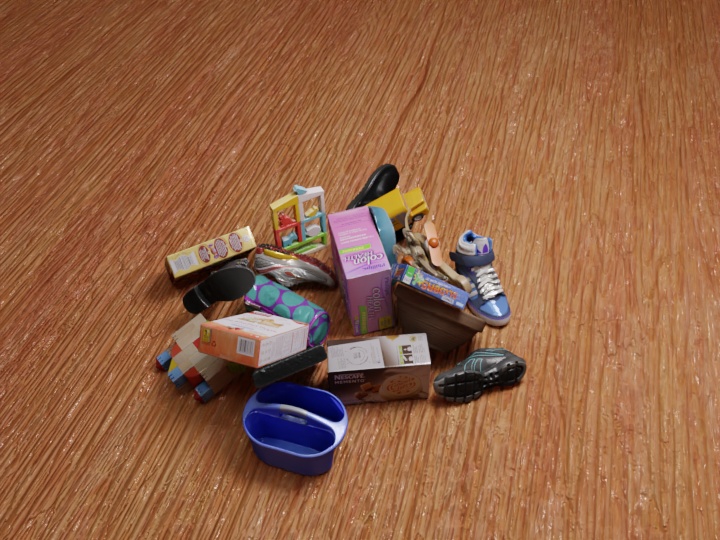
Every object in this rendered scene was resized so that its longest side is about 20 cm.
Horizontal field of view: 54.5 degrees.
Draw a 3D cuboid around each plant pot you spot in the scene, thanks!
[{"bbox_3d":[0.151,0.107,1.427,0.198,0.200,0.095,22,90,22],"label":"plant pot"}]

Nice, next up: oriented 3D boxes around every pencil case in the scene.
[{"bbox_3d":[-0.160,0.087,1.493,0.197,0.087,0.092,25,35,26],"label":"pencil case"}]

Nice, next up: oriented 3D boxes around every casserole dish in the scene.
[{"bbox_3d":[0.052,-0.052,1.539,0.038,0.203,0.122,-14,39,-7],"label":"casserole dish"}]

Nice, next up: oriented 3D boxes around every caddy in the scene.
[{"bbox_3d":[-0.118,0.283,1.280,0.195,0.106,0.143,11,47,13],"label":"caddy"}]

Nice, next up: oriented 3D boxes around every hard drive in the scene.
[{"bbox_3d":[-0.133,0.180,1.323,0.137,0.200,0.034,-22,84,-8],"label":"hard drive"}]

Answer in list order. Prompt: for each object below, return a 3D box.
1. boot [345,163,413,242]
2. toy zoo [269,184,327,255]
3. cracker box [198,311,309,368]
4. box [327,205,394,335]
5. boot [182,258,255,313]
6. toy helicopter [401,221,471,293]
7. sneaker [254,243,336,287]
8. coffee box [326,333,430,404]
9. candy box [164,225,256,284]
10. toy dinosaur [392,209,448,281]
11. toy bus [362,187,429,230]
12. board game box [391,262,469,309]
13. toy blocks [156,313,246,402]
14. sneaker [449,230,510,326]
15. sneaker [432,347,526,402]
[{"bbox_3d":[0.076,-0.163,1.731,0.156,0.080,0.212,23,65,31],"label":"boot"},{"bbox_3d":[-0.141,-0.113,1.610,0.129,0.203,0.021,-23,47,-19],"label":"toy zoo"},{"bbox_3d":[-0.201,0.129,1.348,0.131,0.059,0.199,11,7,21],"label":"cracker box"},{"bbox_3d":[0.000,0.000,1.507,0.094,0.178,0.202,-13,46,-7],"label":"box"},{"bbox_3d":[-0.284,0.012,1.512,0.197,0.070,0.174,-21,15,23],"label":"boot"},{"bbox_3d":[0.175,-0.017,1.550,0.078,0.134,0.200,-28,50,-25],"label":"toy helicopter"},{"bbox_3d":[-0.149,0.003,1.594,0.196,0.084,0.078,17,11,0],"label":"sneaker"},{"bbox_3d":[0.034,0.193,1.360,0.195,0.116,0.081,-4,45,-2],"label":"coffee box"},{"bbox_3d":[-0.344,-0.034,1.597,0.197,0.116,0.057,-24,90,-19],"label":"candy box"},{"bbox_3d":[0.112,-0.049,1.489,0.058,0.100,0.202,-39,60,21],"label":"toy dinosaur"},{"bbox_3d":[0.056,-0.126,1.609,0.197,0.078,0.066,-27,60,14],"label":"toy bus"},{"bbox_3d":[0.131,0.028,1.400,0.133,0.200,0.035,24,90,-5],"label":"board game box"},{"bbox_3d":[-0.333,0.186,1.410,0.136,0.101,0.199,-38,53,-16],"label":"toy blocks"},{"bbox_3d":[0.265,0.005,1.514,0.079,0.148,0.202,-16,46,-14],"label":"sneaker"},{"bbox_3d":[0.229,0.203,1.385,0.195,0.077,0.079,-10,31,-17],"label":"sneaker"}]
